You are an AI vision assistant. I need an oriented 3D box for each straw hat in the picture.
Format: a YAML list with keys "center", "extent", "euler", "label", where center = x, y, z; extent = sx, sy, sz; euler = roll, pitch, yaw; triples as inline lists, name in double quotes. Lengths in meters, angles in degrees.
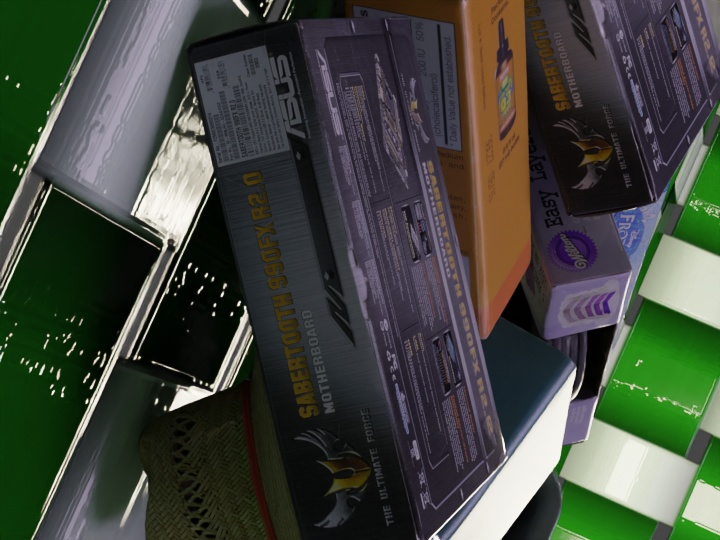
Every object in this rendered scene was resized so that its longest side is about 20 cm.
- center: [-0.053, 0.094, 0.884]
  extent: [0.201, 0.085, 0.202]
  euler: [-15, 90, -83]
  label: "straw hat"

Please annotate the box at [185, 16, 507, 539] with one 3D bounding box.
- center: [0.000, 0.000, 0.817]
  extent: [0.158, 0.048, 0.201]
  euler: [-27, 104, -73]
  label: "box"

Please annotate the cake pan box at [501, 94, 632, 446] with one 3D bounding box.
- center: [0.093, -0.020, 1.152]
  extent: [0.185, 0.052, 0.201]
  euler: [92, -16, -58]
  label: "cake pan box"

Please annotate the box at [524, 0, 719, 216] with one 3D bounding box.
- center: [0.120, -0.151, 1.024]
  extent: [0.158, 0.048, 0.201]
  euler: [-51, 127, -55]
  label: "box"

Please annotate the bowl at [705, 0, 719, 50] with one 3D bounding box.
- center: [0.184, -0.215, 1.143]
  extent: [0.074, 0.200, 0.201]
  euler: [-24, 133, -16]
  label: "bowl"

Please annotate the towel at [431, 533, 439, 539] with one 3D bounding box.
- center: [-0.006, 0.066, 0.899]
  extent: [0.145, 0.024, 0.201]
  euler: [-75, 148, -71]
  label: "towel"

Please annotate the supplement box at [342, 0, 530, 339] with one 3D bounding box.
- center: [0.039, -0.066, 0.965]
  extent: [0.067, 0.068, 0.201]
  euler: [-55, 152, -43]
  label: "supplement box"

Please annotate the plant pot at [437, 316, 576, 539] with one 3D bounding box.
- center: [-0.003, 0.118, 1.069]
  extent: [0.200, 0.141, 0.142]
  euler: [-54, 164, -21]
  label: "plant pot"

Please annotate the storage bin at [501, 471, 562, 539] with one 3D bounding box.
- center: [0.056, 0.220, 1.438]
  extent: [0.134, 0.145, 0.201]
  euler: [100, 14, -79]
  label: "storage bin"

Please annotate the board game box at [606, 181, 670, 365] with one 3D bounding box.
- center: [0.128, -0.067, 1.254]
  extent: [0.201, 0.043, 0.200]
  euler: [-103, -161, -44]
  label: "board game box"
